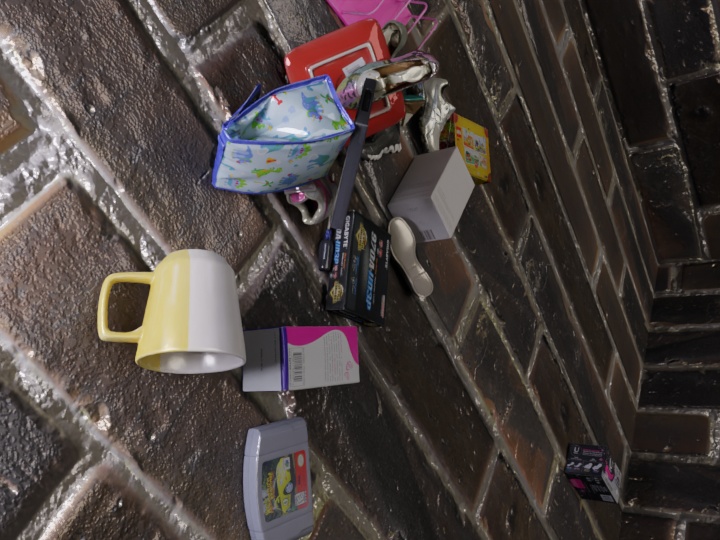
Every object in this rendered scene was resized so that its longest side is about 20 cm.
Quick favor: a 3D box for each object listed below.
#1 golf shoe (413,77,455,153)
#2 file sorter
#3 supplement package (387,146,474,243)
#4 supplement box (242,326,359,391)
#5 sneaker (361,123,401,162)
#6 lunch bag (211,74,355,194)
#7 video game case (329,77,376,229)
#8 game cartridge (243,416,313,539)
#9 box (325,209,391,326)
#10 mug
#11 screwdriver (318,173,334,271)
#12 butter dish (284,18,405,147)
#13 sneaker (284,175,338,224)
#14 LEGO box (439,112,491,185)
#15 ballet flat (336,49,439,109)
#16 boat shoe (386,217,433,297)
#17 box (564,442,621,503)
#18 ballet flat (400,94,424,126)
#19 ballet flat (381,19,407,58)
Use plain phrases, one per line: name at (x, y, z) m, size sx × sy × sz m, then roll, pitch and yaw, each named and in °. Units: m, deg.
golf shoe at (0.186, -0.369, 1.580) m, size 0.078 × 0.096 × 0.202 m, roll -49°, pitch 131°, yaw -81°
file sorter at (0.051, -0.556, 1.375) m, size 0.140 × 0.125 × 0.200 m, roll -53°, pitch 133°, yaw -5°
supplement package at (0.169, -0.176, 1.517) m, size 0.120 × 0.120 × 0.201 m, roll 57°, pitch 44°, yaw -30°
supplement box at (-0.099, 0.149, 1.116) m, size 0.199 × 0.103 × 0.102 m, roll 7°, pitch 78°, yaw -52°
sneaker at (0.031, -0.285, 1.378) m, size 0.200 × 0.066 × 0.092 m, roll -31°, pitch 130°, yaw -55°
lunch bag at (-0.135, -0.201, 1.022) m, size 0.199 × 0.170 × 0.128 m, roll -25°, pitch 79°, yaw -24°
video game case at (-0.011, -0.201, 1.120) m, size 0.182 × 0.025 × 0.201 m, roll -81°, pitch -174°, yaw -52°
game cartridge at (-0.137, 0.357, 1.086) m, size 0.132 × 0.041 × 0.203 m, roll -1°, pitch 85°, yaw -50°
box at (0.000, 0.000, 1.311) m, size 0.159 × 0.046 × 0.202 m, roll 29°, pitch 62°, yaw -54°
mug at (-0.245, 0.051, 0.905) m, size 0.186 × 0.148 × 0.155 m, roll 28°, pitch 55°, yaw -56°
screwdriver at (-0.058, -0.095, 1.267) m, size 0.028 × 0.029 × 0.202 m, roll 23°, pitch 71°, yaw -49°
butter dish at (-0.038, -0.357, 1.259) m, size 0.198 × 0.148 × 0.202 m, roll -24°, pitch 113°, yaw -7°
sneaker at (-0.101, -0.168, 1.182) m, size 0.201 × 0.081 × 0.088 m, roll 60°, pitch 40°, yaw -27°
LEGO box at (0.261, -0.311, 1.702) m, size 0.199 × 0.077 × 0.151 m, roll 5°, pitch 80°, yaw -53°
ballet flat at (0.052, -0.345, 1.172) m, size 0.198 × 0.071 × 0.070 m, roll -23°, pitch 115°, yaw -9°
boat shoe at (0.101, -0.029, 1.468) m, size 0.066 × 0.057 × 0.201 m, roll -30°, pitch 109°, yaw -13°
box at (0.798, 0.690, 2.221) m, size 0.200 × 0.131 × 0.115 m, roll 52°, pitch 48°, yaw -35°
ballet flat at (0.078, -0.364, 1.482) m, size 0.199 × 0.067 × 0.073 m, roll -19°, pitch 119°, yaw -53°
ballet flat at (0.020, -0.419, 1.321) m, size 0.067 × 0.201 × 0.064 m, roll 39°, pitch 16°, yaw 8°
